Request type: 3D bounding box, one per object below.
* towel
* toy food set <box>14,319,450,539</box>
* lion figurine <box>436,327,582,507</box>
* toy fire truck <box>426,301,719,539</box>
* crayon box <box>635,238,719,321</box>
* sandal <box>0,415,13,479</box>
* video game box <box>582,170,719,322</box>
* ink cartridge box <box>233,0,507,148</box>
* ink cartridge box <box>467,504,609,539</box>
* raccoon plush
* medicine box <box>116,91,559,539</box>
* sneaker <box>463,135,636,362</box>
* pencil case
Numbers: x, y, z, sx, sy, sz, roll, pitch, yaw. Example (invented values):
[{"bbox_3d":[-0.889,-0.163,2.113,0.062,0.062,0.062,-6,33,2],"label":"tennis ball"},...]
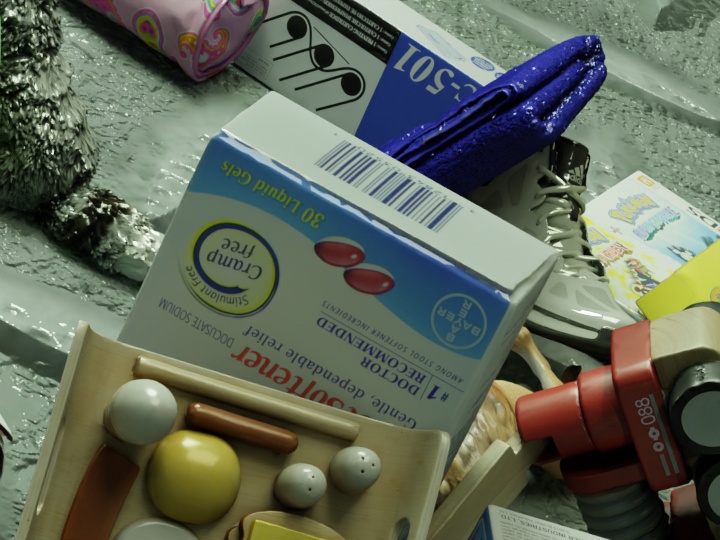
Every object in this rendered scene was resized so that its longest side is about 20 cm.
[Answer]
[{"bbox_3d":[0.053,-0.079,1.827,0.050,0.200,0.148,55,31,-9],"label":"towel"},{"bbox_3d":[-0.065,0.120,1.427,0.199,0.144,0.060,18,-13,-13],"label":"toy food set"},{"bbox_3d":[0.090,0.090,1.696,0.200,0.073,0.123,2,39,-43],"label":"lion figurine"},{"bbox_3d":[0.136,0.133,1.608,0.199,0.176,0.129,-16,25,13],"label":"toy fire truck"},{"bbox_3d":[0.289,0.012,1.832,0.127,0.200,0.051,58,5,34],"label":"crayon box"},{"bbox_3d":[-0.208,0.090,1.458,0.079,0.059,0.207,11,30,-26],"label":"sandal"},{"bbox_3d":[0.215,0.019,1.952,0.182,0.047,0.200,32,28,15],"label":"video game box"},{"bbox_3d":[0.013,-0.135,2.001,0.200,0.094,0.044,35,29,18],"label":"ink cartridge box"},{"bbox_3d":[0.119,0.220,1.484,0.136,0.076,0.200,18,27,-13],"label":"ink cartridge box"},{"bbox_3d":[-0.173,-0.102,1.743,0.200,0.134,0.097,28,26,6],"label":"raccoon plush"},{"bbox_3d":[-0.024,0.040,1.544,0.182,0.200,0.103,29,22,8],"label":"medicine box"},{"bbox_3d":[0.119,-0.023,1.816,0.076,0.116,0.200,21,8,-39],"label":"sneaker"},{"bbox_3d":[-0.160,-0.214,2.009,0.200,0.088,0.087,37,29,20],"label":"pencil case"}]
